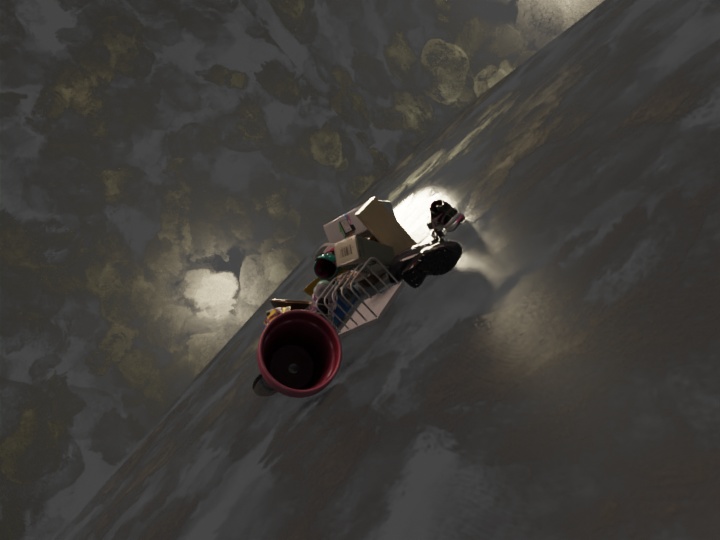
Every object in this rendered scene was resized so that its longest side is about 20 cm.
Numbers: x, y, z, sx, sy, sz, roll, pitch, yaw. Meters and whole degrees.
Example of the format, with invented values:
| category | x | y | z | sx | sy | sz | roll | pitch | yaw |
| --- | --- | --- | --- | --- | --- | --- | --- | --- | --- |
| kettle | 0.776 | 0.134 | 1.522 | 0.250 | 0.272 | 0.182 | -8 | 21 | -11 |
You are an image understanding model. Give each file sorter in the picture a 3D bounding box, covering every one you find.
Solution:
| category | x | y | z | sx | sy | sz | roll | pitch | yaw |
| --- | --- | --- | --- | --- | --- | --- | --- | --- | --- |
| file sorter | -0.008 | 0.069 | 1.487 | 0.199 | 0.125 | 0.139 | -29 | 19 | 52 |

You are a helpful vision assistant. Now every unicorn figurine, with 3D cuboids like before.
| category | x | y | z | sx | sy | sz | roll | pitch | yaw |
| --- | --- | --- | --- | --- | --- | --- | --- | --- | --- |
| unicorn figurine | 0.000 | 0.000 | 1.684 | 0.136 | 0.074 | 0.201 | -32 | 15 | 16 |

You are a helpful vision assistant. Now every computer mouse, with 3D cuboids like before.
| category | x | y | z | sx | sy | sz | roll | pitch | yaw |
| --- | --- | --- | --- | --- | --- | --- | --- | --- | --- |
| computer mouse | 0.144 | -0.044 | 1.537 | 0.199 | 0.053 | 0.139 | -41 | 12 | 18 |

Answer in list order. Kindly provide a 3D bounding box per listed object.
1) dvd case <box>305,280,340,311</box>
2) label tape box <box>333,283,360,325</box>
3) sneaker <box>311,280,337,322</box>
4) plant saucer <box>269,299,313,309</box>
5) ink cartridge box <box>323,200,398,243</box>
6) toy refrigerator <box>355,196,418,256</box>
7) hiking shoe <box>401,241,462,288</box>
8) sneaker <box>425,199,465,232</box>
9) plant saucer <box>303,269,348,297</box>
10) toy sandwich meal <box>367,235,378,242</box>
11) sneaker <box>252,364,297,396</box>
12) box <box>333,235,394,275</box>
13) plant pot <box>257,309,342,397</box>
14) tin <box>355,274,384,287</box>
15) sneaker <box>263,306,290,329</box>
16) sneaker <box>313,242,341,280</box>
| category | x | y | z | sx | sy | sz | roll | pitch | yaw |
| --- | --- | --- | --- | --- | --- | --- | --- | --- | --- |
| dvd case | -0.137 | 0.115 | 1.727 | 0.200 | 0.022 | 0.146 | -48 | 12 | 3 |
| label tape box | -0.105 | 0.130 | 1.778 | 0.199 | 0.066 | 0.144 | -28 | 19 | 51 |
| sneaker | -0.106 | 0.142 | 1.568 | 0.140 | 0.076 | 0.204 | -92 | 5 | -65 |
| plant saucer | -0.212 | 0.122 | 1.890 | 0.200 | 0.196 | 0.035 | 178 | 98 | -74 |
| ink cartridge box | 0.000 | -0.149 | 1.813 | 0.198 | 0.085 | 0.144 | -25 | -7 | 29 |
| toy refrigerator | 0.079 | -0.121 | 1.674 | 0.076 | 0.200 | 0.070 | -44 | 10 | -5 |
| hiking shoe | 0.175 | -0.036 | 1.329 | 0.199 | 0.076 | 0.101 | -32 | 19 | 51 |
| sneaker | 0.229 | -0.165 | 1.586 | 0.080 | 0.087 | 0.200 | -44 | 10 | -11 |
| plant saucer | -0.083 | 0.039 | 1.886 | 0.199 | 0.049 | 0.200 | -40 | -16 | 0 |
| toy sandwich meal | 0.057 | -0.089 | 1.844 | 0.202 | 0.071 | 0.205 | -24 | 4 | 2 |
| sneaker | -0.232 | 0.300 | 1.643 | 0.199 | 0.075 | 0.087 | -37 | 0 | 4 |
| box | 0.015 | -0.039 | 1.551 | 0.081 | 0.070 | 0.199 | -19 | -18 | 32 |
| plant pot | -0.158 | 0.219 | 1.358 | 0.201 | 0.199 | 0.179 | -49 | -3 | -28 |
| tin | 0.038 | 0.003 | 1.797 | 0.112 | 0.042 | 0.200 | -51 | 12 | -11 |
| sneaker | -0.254 | 0.185 | 1.709 | 0.088 | 0.076 | 0.201 | -6 | 27 | -5 |
| sneaker | -0.106 | -0.024 | 1.719 | 0.121 | 0.084 | 0.199 | -42 | 18 | -32 |
